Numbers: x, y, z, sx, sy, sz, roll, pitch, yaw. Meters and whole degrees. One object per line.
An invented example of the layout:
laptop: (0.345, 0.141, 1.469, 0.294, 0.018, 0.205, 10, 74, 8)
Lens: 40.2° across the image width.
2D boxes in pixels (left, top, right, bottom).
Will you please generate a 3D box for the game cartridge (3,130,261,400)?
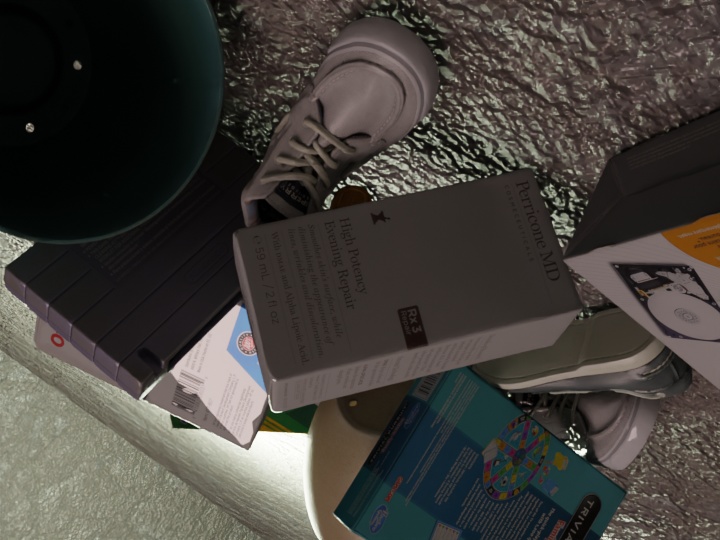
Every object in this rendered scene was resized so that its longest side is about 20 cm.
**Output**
game cartridge: (-0.135, -0.017, 0.695, 0.129, 0.200, 0.039, 34, 143, 12)

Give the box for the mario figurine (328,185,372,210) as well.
mario figurine: (0.000, 0.000, 0.837, 0.104, 0.126, 0.201, -10, 156, -17)

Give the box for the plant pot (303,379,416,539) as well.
plant pot: (0.035, 0.148, 0.866, 0.197, 0.201, 0.136, 18, 142, 28)

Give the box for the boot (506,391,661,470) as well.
boot: (0.175, 0.121, 0.833, 0.094, 0.075, 0.200, 23, 159, 1)

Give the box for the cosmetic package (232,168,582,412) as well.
cosmetic package: (0.027, 0.012, 0.615, 0.196, 0.104, 0.074, -14, 160, -10)

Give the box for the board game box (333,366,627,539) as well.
board game box: (0.098, 0.185, 0.784, 0.199, 0.152, 0.047, 38, 170, -19)

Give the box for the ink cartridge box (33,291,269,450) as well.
ink cartridge box: (-0.145, 0.030, 0.779, 0.197, 0.085, 0.147, 26, 128, 1)

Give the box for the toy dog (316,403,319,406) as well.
toy dog: (-0.079, 0.057, 1.014, 0.196, 0.132, 0.098, 19, 118, 18)

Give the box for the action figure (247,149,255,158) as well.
action figure: (-0.169, -0.094, 0.839, 0.190, 0.104, 0.204, 5, 117, 32)

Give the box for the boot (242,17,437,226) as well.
boot: (-0.020, -0.073, 0.619, 0.073, 0.097, 0.200, 32, 159, -7)

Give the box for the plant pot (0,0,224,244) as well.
plant pot: (-0.211, -0.134, 0.641, 0.201, 0.202, 0.160, 45, 167, -34)

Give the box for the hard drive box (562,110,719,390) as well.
hard drive box: (0.233, 0.009, 0.513, 0.199, 0.078, 0.155, 36, 158, -14)

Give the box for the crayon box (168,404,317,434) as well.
crayon box: (-0.109, 0.121, 1.054, 0.196, 0.053, 0.126, 6, -160, -21)

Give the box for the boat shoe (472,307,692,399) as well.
boat shoe: (0.164, 0.073, 0.752, 0.062, 0.073, 0.199, 43, 151, -21)
